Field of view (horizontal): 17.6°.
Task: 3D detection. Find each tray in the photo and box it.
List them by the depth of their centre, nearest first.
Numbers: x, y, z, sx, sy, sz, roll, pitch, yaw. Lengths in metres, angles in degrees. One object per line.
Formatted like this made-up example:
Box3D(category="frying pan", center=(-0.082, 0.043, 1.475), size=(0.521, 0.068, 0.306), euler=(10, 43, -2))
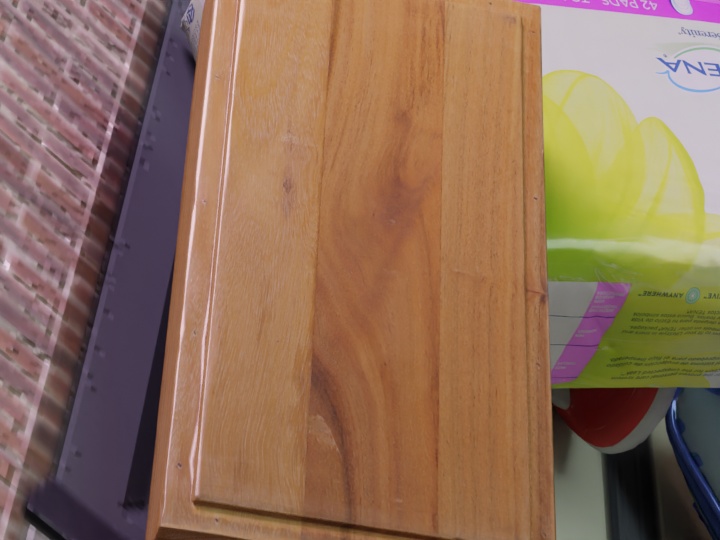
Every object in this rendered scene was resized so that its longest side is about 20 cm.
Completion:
Box3D(category="tray", center=(0.000, 0.000, 0.624), size=(0.098, 0.037, 0.201), euler=(9, 51, -8))

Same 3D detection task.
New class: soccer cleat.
Box3D(category="soccer cleat", center=(0.103, 0.005, 0.870), size=(0.085, 0.069, 0.201), euler=(36, 24, -23))

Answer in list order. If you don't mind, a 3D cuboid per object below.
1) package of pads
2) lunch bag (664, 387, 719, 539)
Box3D(category="package of pads", center=(0.056, -0.035, 0.754), size=(0.199, 0.068, 0.155), euler=(1, 51, -30))
Box3D(category="lunch bag", center=(0.208, 0.096, 0.815), size=(0.201, 0.160, 0.083), euler=(65, 5, 26))
